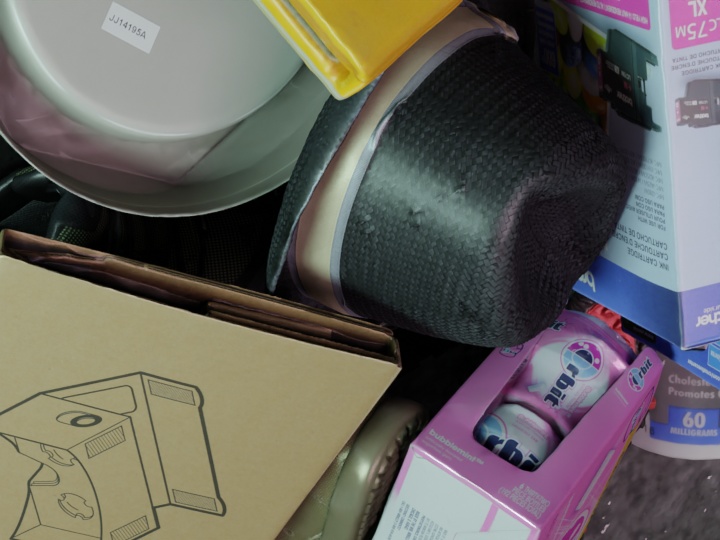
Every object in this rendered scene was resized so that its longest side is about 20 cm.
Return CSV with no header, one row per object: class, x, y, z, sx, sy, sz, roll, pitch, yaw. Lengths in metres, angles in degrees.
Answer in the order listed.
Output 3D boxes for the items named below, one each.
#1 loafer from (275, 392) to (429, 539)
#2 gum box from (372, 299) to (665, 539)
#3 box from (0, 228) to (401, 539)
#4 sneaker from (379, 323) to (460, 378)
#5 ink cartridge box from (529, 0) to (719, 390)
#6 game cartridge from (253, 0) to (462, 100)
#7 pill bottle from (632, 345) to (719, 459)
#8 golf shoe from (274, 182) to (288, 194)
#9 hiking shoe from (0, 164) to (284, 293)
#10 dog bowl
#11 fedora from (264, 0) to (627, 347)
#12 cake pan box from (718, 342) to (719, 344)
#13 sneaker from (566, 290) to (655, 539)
loafer,-0.020,0.100,1.244,0.076,0.067,0.200,-46,166,-34
gum box,0.055,0.111,1.243,0.114,0.066,0.200,-48,165,-40
box,-0.099,0.071,1.128,0.163,0.021,0.200,15,136,-21
sneaker,0.000,0.000,1.273,0.199,0.088,0.076,-25,156,-15
ink cartridge box,0.113,-0.049,1.177,0.042,0.119,0.201,-16,111,-20
game cartridge,0.004,-0.187,1.058,0.176,0.032,0.200,50,61,-5
pill bottle,0.162,-0.020,1.357,0.113,0.114,0.201,-23,131,-24
golf shoe,-0.033,-0.080,1.190,0.199,0.073,0.092,9,112,-41
hiking shoe,-0.107,-0.004,1.164,0.199,0.076,0.101,-19,158,-26
dog bowl,-0.079,-0.123,1.088,0.199,0.059,0.201,-4,98,-29
fedora,0.046,-0.026,1.131,0.201,0.091,0.201,-49,160,-25
cake pan box,0.172,-0.061,1.169,0.052,0.184,0.201,-9,109,-26
sneaker,0.075,0.066,1.365,0.079,0.096,0.200,3,131,-22
